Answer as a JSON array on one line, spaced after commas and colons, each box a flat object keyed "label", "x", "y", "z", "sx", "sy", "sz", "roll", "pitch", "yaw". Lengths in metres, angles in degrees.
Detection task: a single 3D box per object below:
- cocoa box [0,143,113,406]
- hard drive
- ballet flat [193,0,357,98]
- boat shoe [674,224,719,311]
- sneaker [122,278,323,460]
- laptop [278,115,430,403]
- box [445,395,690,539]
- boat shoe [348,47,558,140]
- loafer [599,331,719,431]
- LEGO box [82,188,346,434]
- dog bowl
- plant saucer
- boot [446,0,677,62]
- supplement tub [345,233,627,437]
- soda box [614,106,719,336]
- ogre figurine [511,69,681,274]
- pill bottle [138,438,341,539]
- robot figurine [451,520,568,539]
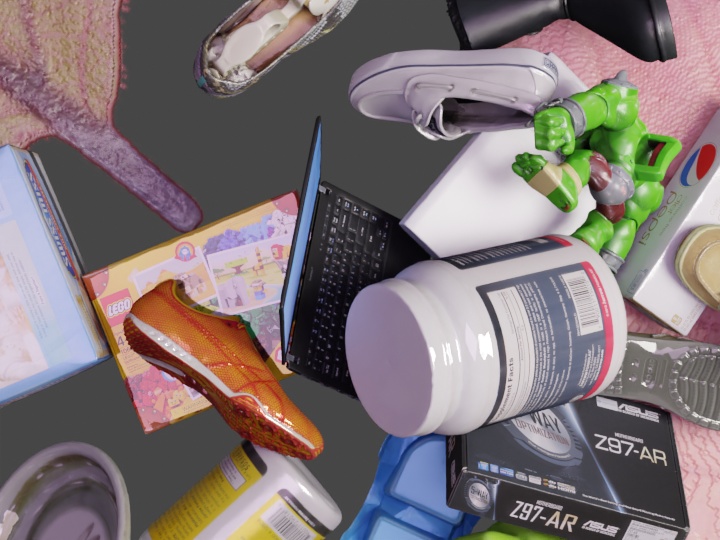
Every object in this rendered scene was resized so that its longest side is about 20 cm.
[{"label": "cocoa box", "x": -0.310, "y": 0.009, "z": 1.671, "sx": 0.133, "sy": 0.131, "sz": 0.201, "roll": -23, "pitch": 89, "yaw": 1}, {"label": "hard drive", "x": 0.145, "y": -0.071, "z": 1.689, "sx": 0.132, "sy": 0.026, "sz": 0.200, "roll": 43, "pitch": 81, "yaw": -14}, {"label": "ballet flat", "x": -0.065, "y": -0.224, "z": 1.701, "sx": 0.200, "sy": 0.072, "sz": 0.072, "roll": -41, "pitch": 89, "yaw": 0}, {"label": "boat shoe", "x": 0.354, "y": 0.025, "z": 1.657, "sx": 0.200, "sy": 0.063, "sz": 0.073, "roll": 34, "pitch": 91, "yaw": -27}, {"label": "sneaker", "x": -0.104, "y": 0.081, "z": 1.619, "sx": 0.200, "sy": 0.073, "sz": 0.077, "roll": 41, "pitch": 64, "yaw": 1}, {"label": "laptop", "x": 0.000, "y": 0.000, "z": 1.611, "sx": 0.199, "sy": 0.103, "sz": 0.178, "roll": 26, "pitch": 62, "yaw": -30}, {"label": "box", "x": 0.171, "y": 0.158, "z": 1.638, "sx": 0.199, "sy": 0.161, "sz": 0.044, "roll": 16, "pitch": 123, "yaw": -8}, {"label": "boat shoe", "x": 0.071, "y": -0.145, "z": 1.657, "sx": 0.199, "sy": 0.074, "sz": 0.066, "roll": -5, "pitch": 57, "yaw": 35}, {"label": "loafer", "x": 0.268, "y": 0.084, "z": 1.691, "sx": 0.199, "sy": 0.070, "sz": 0.076, "roll": 16, "pitch": 102, "yaw": -3}, {"label": "LEGO box", "x": -0.119, "y": 0.035, "z": 1.695, "sx": 0.199, "sy": 0.077, "sz": 0.150, "roll": -23, "pitch": 90, "yaw": 1}, {"label": "dog bowl", "x": 0.050, "y": 0.217, "z": 1.706, "sx": 0.111, "sy": 0.050, "sz": 0.201, "roll": 24, "pitch": 89, "yaw": 1}, {"label": "plant saucer", "x": -0.257, "y": 0.249, "z": 1.673, "sx": 0.050, "sy": 0.200, "sz": 0.201, "roll": 31, "pitch": 90, "yaw": -43}, {"label": "boot", "x": 0.164, "y": -0.213, "z": 1.648, "sx": 0.167, "sy": 0.200, "sz": 0.077, "roll": -20, "pitch": 126, "yaw": -1}, {"label": "supplement tub", "x": 0.103, "y": 0.053, "z": 1.574, "sx": 0.199, "sy": 0.140, "sz": 0.141, "roll": -12, "pitch": 89, "yaw": -32}, {"label": "soda box", "x": 0.300, "y": -0.047, "z": 1.688, "sx": 0.068, "sy": 0.064, "sz": 0.200, "roll": 34, "pitch": 91, "yaw": -22}, {"label": "ogre figurine", "x": 0.204, "y": -0.077, "z": 1.636, "sx": 0.120, "sy": 0.098, "sz": 0.200, "roll": -44, "pitch": 114, "yaw": -26}, {"label": "pill bottle", "x": -0.122, "y": 0.240, "z": 1.678, "sx": 0.200, "sy": 0.111, "sz": 0.111, "roll": -42, "pitch": 89, "yaw": 0}, {"label": "robot figurine", "x": 0.165, "y": 0.279, "z": 1.654, "sx": 0.199, "sy": 0.116, "sz": 0.176, "roll": 23, "pitch": 62, "yaw": -25}]
